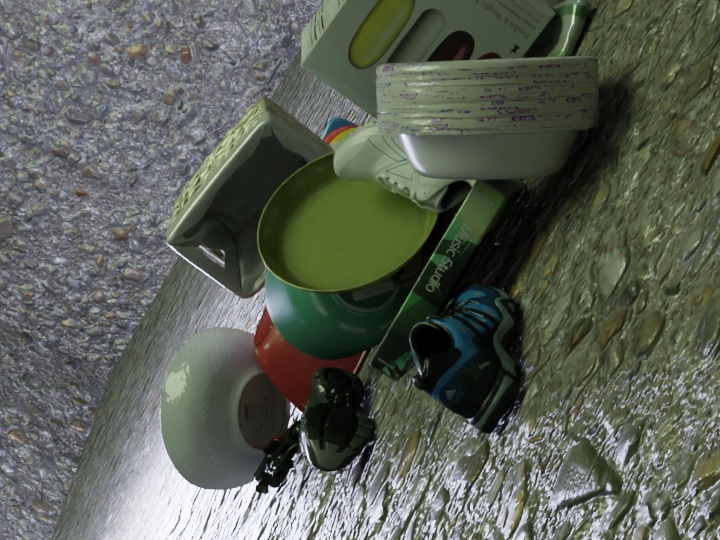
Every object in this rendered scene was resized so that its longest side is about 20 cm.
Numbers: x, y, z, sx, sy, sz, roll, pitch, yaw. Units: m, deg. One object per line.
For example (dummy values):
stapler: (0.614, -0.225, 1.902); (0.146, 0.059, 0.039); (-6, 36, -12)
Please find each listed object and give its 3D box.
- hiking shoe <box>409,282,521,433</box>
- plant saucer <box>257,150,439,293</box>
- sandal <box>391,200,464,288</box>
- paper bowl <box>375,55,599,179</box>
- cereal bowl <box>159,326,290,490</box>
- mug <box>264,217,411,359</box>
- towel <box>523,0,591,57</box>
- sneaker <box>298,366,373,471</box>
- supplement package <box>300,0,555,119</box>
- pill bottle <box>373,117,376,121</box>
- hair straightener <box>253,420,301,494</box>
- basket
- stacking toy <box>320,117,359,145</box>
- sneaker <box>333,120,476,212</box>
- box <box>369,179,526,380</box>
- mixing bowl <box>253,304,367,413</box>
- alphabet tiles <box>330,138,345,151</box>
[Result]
hiking shoe: (0.085, 0.054, 1.303); (0.075, 0.086, 0.200); (-58, 13, 20)
plant saucer: (-0.010, -0.048, 1.594); (0.031, 0.198, 0.201); (66, -147, -47)
sandal: (0.080, -0.055, 1.631); (0.081, 0.055, 0.201); (-30, 31, 31)
paper bowl: (0.113, -0.137, 1.367); (0.201, 0.198, 0.106); (-142, 50, -78)
cereal bowl: (-0.151, 0.171, 1.887); (0.083, 0.200, 0.201); (1, 58, 36)
mug: (-0.010, -0.001, 1.674); (0.114, 0.151, 0.186); (-29, 36, 65)
towel: (0.168, -0.188, 1.609); (0.201, 0.030, 0.149); (-64, 11, -3)
sneaker: (-0.029, 0.173, 1.618); (0.200, 0.075, 0.080); (-80, 6, -72)
supplement package: (0.066, -0.262, 1.633); (0.201, 0.190, 0.147); (-53, 14, 17)
pill bottle: (0.103, -0.237, 1.789); (0.201, 0.114, 0.115); (-58, 13, 20)
hair straightener: (-0.089, 0.226, 1.767); (0.077, 0.041, 0.200); (-69, 10, -22)
basket: (-0.126, -0.092, 1.837); (0.200, 0.135, 0.124); (-48, 22, 14)
stacking toy: (0.002, -0.147, 2.008); (0.117, 0.109, 0.200); (-65, 7, -9)
sneaker: (0.057, -0.104, 1.549); (0.198, 0.074, 0.088); (-1, 72, 30)
box: (0.085, 0.001, 1.444); (0.201, 0.036, 0.144); (-61, -8, 14)
mixing bowl: (-0.060, 0.071, 1.842); (0.201, 0.108, 0.201); (-59, 13, 23)
alphabet tiles: (-0.043, -0.090, 1.860); (0.199, 0.015, 0.197); (-21, 42, 53)
